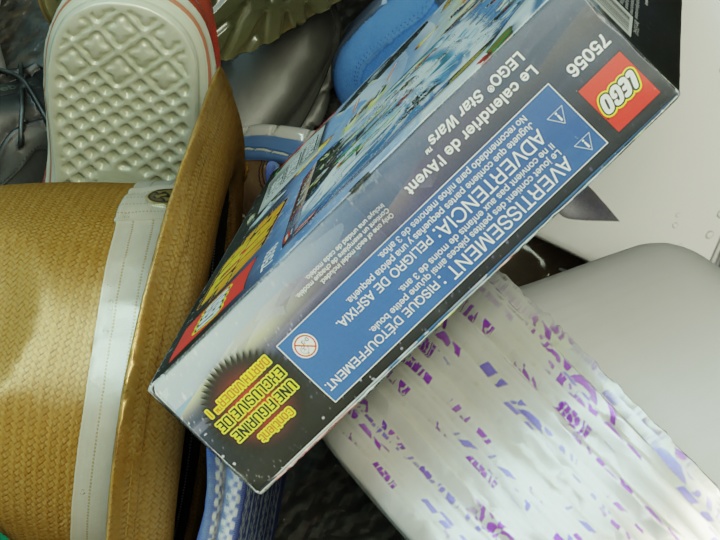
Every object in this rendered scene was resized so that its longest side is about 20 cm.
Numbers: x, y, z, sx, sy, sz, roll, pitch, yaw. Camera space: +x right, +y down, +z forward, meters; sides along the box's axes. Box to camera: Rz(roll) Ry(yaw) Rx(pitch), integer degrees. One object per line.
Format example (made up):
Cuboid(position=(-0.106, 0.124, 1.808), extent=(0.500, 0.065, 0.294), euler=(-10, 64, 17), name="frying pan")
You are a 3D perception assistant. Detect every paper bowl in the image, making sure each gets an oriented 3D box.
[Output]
Cuboid(position=(0.089, 0.073, 0.761), extent=(0.104, 0.201, 0.201), euler=(-43, 41, 1), name="paper bowl")

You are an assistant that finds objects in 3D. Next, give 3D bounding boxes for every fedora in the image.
Cuboid(position=(-0.083, 0.029, 0.880), extent=(0.082, 0.201, 0.201), euler=(7, 51, 1), name="fedora")

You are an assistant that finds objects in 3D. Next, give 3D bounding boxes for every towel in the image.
Cuboid(position=(-0.036, 0.054, 0.880), extent=(0.024, 0.145, 0.200), euler=(10, 17, 2), name="towel")

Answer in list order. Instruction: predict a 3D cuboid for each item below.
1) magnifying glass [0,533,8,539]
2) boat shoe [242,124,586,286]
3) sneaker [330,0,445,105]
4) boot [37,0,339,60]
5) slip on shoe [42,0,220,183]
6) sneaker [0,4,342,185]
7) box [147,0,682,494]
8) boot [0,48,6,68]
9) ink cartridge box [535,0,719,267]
Cuboid(position=(-0.112, 0.084, 1.034), extent=(0.200, 0.022, 0.080), euler=(32, 90, 49), name="magnifying glass")
Cuboid(position=(0.000, 0.000, 0.996), extent=(0.200, 0.072, 0.073), euler=(5, 64, 43), name="boat shoe")
Cuboid(position=(0.070, -0.063, 1.005), extent=(0.200, 0.066, 0.079), euler=(-6, 50, 32), name="sneaker")
Cuboid(position=(-0.064, -0.135, 1.112), extent=(0.175, 0.066, 0.200), euler=(-14, 21, -21), name="boot")
Cuboid(position=(-0.079, -0.023, 1.003), extent=(0.074, 0.200, 0.061), euler=(10, 39, 2), name="slip on shoe")
Cuboid(position=(-0.095, -0.047, 1.094), extent=(0.200, 0.091, 0.076), euler=(-39, 39, -2), name="sneaker")
Cuboid(position=(0.021, -0.032, 0.758), extent=(0.137, 0.040, 0.200), euler=(-43, 7, 16), name="box")
Cuboid(position=(-0.192, -0.116, 1.227), extent=(0.073, 0.090, 0.200), euler=(-22, 43, 18), name="boot")
Cuboid(position=(0.130, -0.052, 0.859), extent=(0.200, 0.084, 0.146), euler=(26, 96, 26), name="ink cartridge box")
